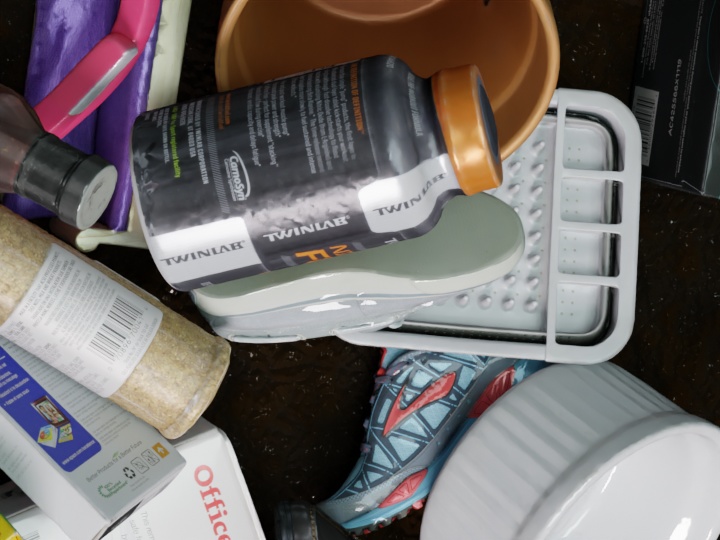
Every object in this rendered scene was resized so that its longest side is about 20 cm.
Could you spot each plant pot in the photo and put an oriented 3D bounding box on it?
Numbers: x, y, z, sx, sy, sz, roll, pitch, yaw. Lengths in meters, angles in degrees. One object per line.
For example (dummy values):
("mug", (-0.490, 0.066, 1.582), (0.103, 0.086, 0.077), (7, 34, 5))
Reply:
("plant pot", (0.013, -0.161, 1.607), (0.199, 0.140, 0.201), (-1, 132, -1))

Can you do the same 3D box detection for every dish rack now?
("dish rack", (0.071, -0.030, 1.693), (0.199, 0.044, 0.173), (5, 80, -7))

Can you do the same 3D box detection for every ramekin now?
("ramekin", (0.131, 0.151, 1.701), (0.200, 0.098, 0.201), (-30, 141, -27))

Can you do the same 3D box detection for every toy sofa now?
("toy sofa", (-0.149, -0.113, 1.617), (0.097, 0.083, 0.201), (7, 96, -20))

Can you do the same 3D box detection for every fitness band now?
("fitness band", (-0.203, -0.145, 1.558), (0.200, 0.037, 0.144), (-41, 83, 21))

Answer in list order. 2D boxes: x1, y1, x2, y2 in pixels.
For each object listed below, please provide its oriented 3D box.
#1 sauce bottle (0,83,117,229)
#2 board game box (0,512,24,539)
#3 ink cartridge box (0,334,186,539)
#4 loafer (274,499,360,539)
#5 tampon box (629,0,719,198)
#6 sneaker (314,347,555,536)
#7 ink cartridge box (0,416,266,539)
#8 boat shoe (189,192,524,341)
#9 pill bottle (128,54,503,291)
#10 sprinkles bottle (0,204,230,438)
("sauce bottle", (-0.227, -0.086, 1.515), (0.199, 0.066, 0.066), (26, 90, 16))
("board game box", (-0.247, 0.120, 1.555), (0.200, 0.096, 0.030), (40, 71, 21))
("ink cartridge box", (-0.197, 0.067, 1.575), (0.200, 0.095, 0.037), (47, 121, 5))
("loafer", (-0.007, 0.187, 1.660), (0.072, 0.200, 0.073), (-8, 65, 9))
("tampon box", (0.289, -0.117, 1.739), (0.199, 0.126, 0.151), (5, 97, -20))
("sneaker", (0.032, 0.085, 1.723), (0.200, 0.079, 0.096), (-43, 95, -15))
("ink cartridge box", (-0.159, 0.191, 1.659), (0.199, 0.083, 0.147), (-22, 104, -14))
("boat shoe", (0.000, 0.001, 1.612), (0.199, 0.070, 0.072), (-8, 147, 6))
("pill bottle", (-0.022, -0.060, 1.532), (0.199, 0.106, 0.107), (-13, 103, 10))
("sprinkles bottle", (-0.173, 0.020, 1.564), (0.199, 0.068, 0.068), (33, 87, -15))
